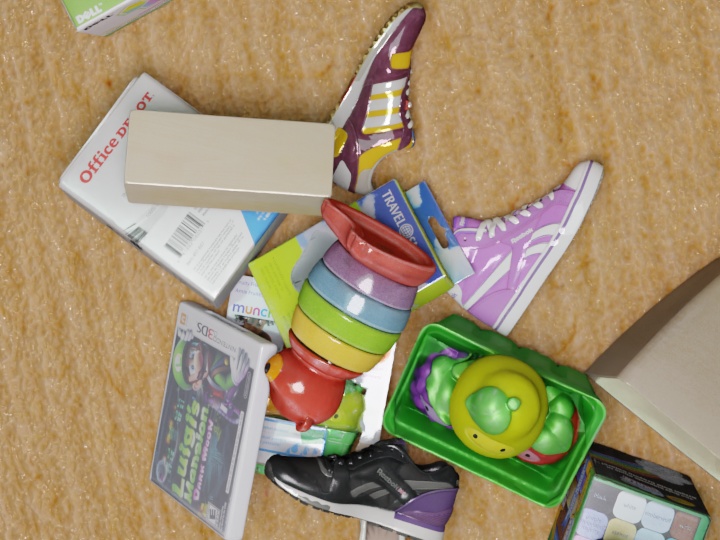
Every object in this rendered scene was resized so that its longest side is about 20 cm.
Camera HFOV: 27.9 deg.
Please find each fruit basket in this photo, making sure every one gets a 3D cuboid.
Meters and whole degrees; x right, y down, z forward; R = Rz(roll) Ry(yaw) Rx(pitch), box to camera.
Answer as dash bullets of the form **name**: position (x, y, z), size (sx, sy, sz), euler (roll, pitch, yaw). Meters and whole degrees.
- **fruit basket**: position (-0.062, 0.118, 1.503), size (0.183, 0.094, 0.202), euler (11, 94, 5)
- **fruit basket**: position (0.131, 0.141, 1.418), size (0.214, 0.216, 0.157), euler (25, 115, 3)

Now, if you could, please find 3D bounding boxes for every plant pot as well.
- **plant pot**: position (0.362, 0.095, 1.411), size (0.199, 0.200, 0.178), euler (38, 87, 1)

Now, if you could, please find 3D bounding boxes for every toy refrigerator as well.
- **toy refrigerator**: position (-0.126, -0.103, 1.413), size (0.198, 0.070, 0.077), euler (3, 75, -4)

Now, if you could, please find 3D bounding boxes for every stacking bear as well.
- **stacking bear**: position (-0.023, 0.055, 1.375), size (0.113, 0.122, 0.201), euler (23, 104, -29)

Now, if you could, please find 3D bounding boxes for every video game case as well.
- **video game case**: position (-0.155, 0.150, 1.487), size (0.023, 0.181, 0.202), euler (5, 99, -34)

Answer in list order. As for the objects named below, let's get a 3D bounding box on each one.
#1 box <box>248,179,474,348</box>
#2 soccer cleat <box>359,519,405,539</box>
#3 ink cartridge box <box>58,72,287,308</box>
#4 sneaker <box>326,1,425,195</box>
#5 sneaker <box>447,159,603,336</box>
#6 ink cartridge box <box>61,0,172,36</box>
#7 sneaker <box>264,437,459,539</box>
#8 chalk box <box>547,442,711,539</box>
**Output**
- **box**: position (0.000, 0.000, 1.461), size (0.199, 0.048, 0.123), euler (-30, 69, 7)
- **soccer cleat**: position (0.026, 0.326, 1.522), size (0.068, 0.078, 0.202), euler (-5, 96, 7)
- **ink cartridge box**: position (-0.184, -0.081, 1.482), size (0.199, 0.084, 0.147), euler (37, 83, 2)
- **sneaker**: position (0.029, -0.172, 1.474), size (0.090, 0.075, 0.201), euler (30, 106, -3)
- **sneaker**: position (0.156, -0.045, 1.471), size (0.114, 0.073, 0.201), euler (35, 99, 5)
- **ink cartridge box**: position (-0.234, -0.299, 1.419), size (0.147, 0.200, 0.076), euler (-27, 93, 9)
- **sneaker**: position (0.004, 0.198, 1.436), size (0.198, 0.076, 0.088), euler (19, 93, -18)
- **chalk box**: position (0.262, 0.264, 1.427), size (0.124, 0.200, 0.125), euler (19, 98, 4)
